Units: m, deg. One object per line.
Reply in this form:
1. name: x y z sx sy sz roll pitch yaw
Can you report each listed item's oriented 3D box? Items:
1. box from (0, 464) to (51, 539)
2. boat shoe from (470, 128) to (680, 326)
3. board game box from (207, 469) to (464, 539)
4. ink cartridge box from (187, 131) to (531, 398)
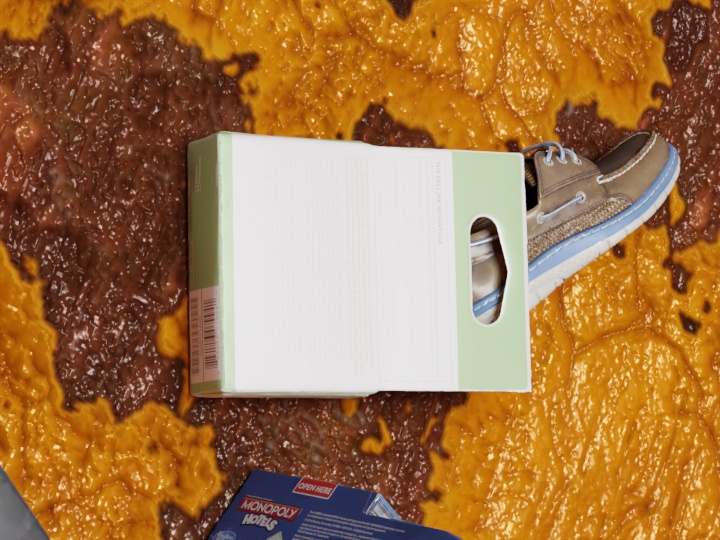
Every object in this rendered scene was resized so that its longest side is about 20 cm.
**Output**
1. box: -0.238 0.187 1.283 0.200 0.036 0.143 -42 108 -32
2. boat shoe: 0.115 -0.038 1.530 0.200 0.072 0.073 -40 105 -31
3. board game box: 0.043 0.206 1.403 0.062 0.199 0.200 -55 128 -25
4. ink cartridge box: 0.000 0.000 1.451 0.199 0.048 0.147 2 83 -29
